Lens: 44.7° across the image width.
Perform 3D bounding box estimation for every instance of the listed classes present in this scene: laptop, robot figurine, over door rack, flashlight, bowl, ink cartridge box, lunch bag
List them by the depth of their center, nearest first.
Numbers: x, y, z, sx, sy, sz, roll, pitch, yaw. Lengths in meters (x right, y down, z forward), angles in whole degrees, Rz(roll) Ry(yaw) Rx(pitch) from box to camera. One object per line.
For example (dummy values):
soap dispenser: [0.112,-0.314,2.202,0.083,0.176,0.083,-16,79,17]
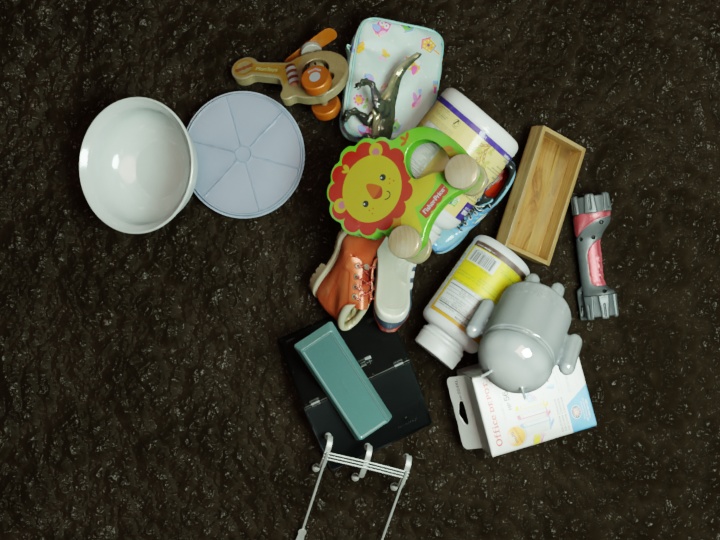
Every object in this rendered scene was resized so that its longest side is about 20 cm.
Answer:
robot figurine: [0.240,0.097,1.286,0.167,0.114,0.201,18,50,17]
bowl: [-0.326,-0.159,1.351,0.197,0.090,0.205,1,93,17]
ink cartridge box: [0.247,0.205,1.385,0.196,0.125,0.131,-16,90,-5]
over door rack: [-0.014,0.366,1.393,0.145,0.067,0.204,15,101,-7]
lunch bag: [0.046,-0.300,1.406,0.157,0.077,0.204,10,88,-3]
laptop: [-0.009,0.181,1.423,0.185,0.116,0.202,-23,62,-5]
flashlight: [0.388,-0.024,1.432,0.067,0.068,0.204,-8,89,-16]

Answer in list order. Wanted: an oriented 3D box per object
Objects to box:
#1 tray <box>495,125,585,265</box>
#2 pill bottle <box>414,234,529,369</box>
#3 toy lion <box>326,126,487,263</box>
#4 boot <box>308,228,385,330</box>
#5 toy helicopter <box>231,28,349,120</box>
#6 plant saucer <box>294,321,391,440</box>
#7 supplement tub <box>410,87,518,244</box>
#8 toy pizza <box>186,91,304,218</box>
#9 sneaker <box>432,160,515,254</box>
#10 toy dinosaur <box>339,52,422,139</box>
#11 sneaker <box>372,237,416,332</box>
tray: [0.293,-0.121,1.426,0.097,0.037,0.203,20,86,-28]
pill bottle: [0.173,0.053,1.391,0.109,0.109,0.201,37,86,-3]
toy lion: [0.053,-0.122,1.247,0.192,0.068,0.201,45,102,20]
boot: [0.000,0.000,1.338,0.074,0.201,0.108,-2,48,-38]
toy helicopter: [-0.111,-0.320,1.385,0.196,0.079,0.134,8,65,18]
plant saucer: [-0.023,0.176,1.347,0.069,0.019,0.202,-32,112,-2]
supplement tub: [0.126,-0.155,1.326,0.145,0.145,0.201,38,101,-3]
toy pizza: [-0.188,-0.185,1.407,0.196,0.032,0.205,0,90,-5]
sneaker: [0.174,-0.112,1.404,0.078,0.090,0.200,42,87,-2]
toy dinosaur: [0.023,-0.248,1.342,0.087,0.047,0.204,15,96,-21]
sneaker: [0.054,0.006,1.401,0.074,0.085,0.203,12,59,3]
